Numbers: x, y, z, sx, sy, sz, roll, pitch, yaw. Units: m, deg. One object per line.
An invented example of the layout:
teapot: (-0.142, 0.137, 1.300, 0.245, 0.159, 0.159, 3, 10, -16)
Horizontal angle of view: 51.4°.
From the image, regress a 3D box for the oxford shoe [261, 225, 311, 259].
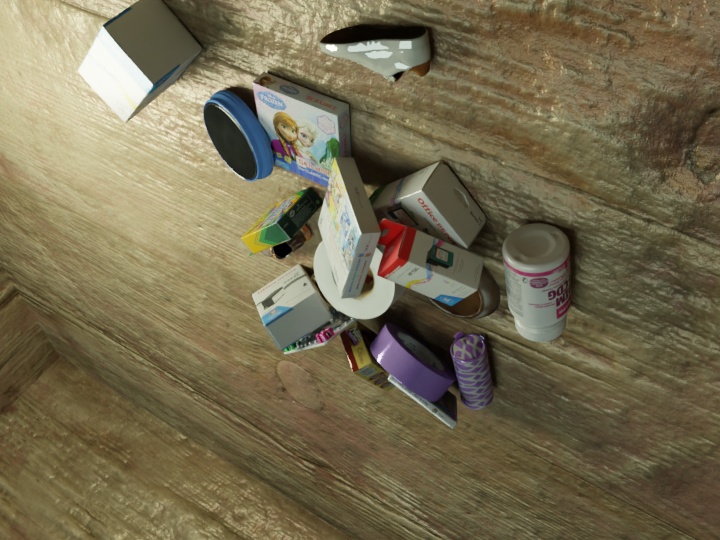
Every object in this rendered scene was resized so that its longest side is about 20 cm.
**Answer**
oxford shoe: (-0.197, -0.062, 1.773, 0.071, 0.073, 0.199, 47, 148, -14)

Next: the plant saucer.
plant saucer: (0.190, 0.033, 1.538, 0.199, 0.032, 0.201, 26, 145, 20)

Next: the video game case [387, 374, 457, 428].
video game case: (0.147, 0.274, 1.733, 0.182, 0.024, 0.200, 37, -171, 1)

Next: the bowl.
bowl: (-0.258, -0.275, 1.561, 0.200, 0.039, 0.201, 41, 153, 26)

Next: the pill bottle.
pill bottle: (0.315, 0.026, 1.323, 0.113, 0.114, 0.201, 17, 143, 31)

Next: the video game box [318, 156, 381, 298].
video game box: (-0.025, -0.082, 1.422, 0.183, 0.046, 0.201, 106, 153, -48)

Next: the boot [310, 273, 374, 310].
boot: (-0.044, 0.030, 1.737, 0.108, 0.075, 0.199, 54, 147, -13)

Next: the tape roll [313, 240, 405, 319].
tape roll: (0.000, 0.000, 1.593, 0.201, 0.071, 0.204, 14, 121, 25)

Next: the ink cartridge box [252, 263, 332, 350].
ink cartridge box: (-0.166, 0.083, 1.778, 0.084, 0.144, 0.200, 58, 176, -25)

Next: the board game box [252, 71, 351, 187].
board game box: (-0.110, -0.266, 1.462, 0.199, 0.041, 0.200, 25, 145, 22)

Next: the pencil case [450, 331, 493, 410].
pencil case: (0.248, 0.227, 1.671, 0.086, 0.083, 0.201, 46, 159, 44)

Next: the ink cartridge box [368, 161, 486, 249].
ink cartridge box: (0.112, -0.100, 1.399, 0.145, 0.084, 0.199, 48, 147, -18)

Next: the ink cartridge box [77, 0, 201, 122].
ink cartridge box: (-0.449, -0.426, 1.510, 0.145, 0.147, 0.199, 48, 146, -14)

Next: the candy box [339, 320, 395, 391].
candy box: (0.026, 0.204, 1.765, 0.200, 0.056, 0.117, 38, -153, -57)

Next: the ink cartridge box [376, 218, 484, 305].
ink cartridge box: (0.108, -0.013, 1.353, 0.198, 0.068, 0.116, 22, 158, -10)

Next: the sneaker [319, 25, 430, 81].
sneaker: (0.021, -0.342, 1.203, 0.199, 0.073, 0.085, 14, 138, 32)

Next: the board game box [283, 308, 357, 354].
board game box: (-0.070, 0.122, 1.759, 0.199, 0.200, 0.026, -20, 104, 54)

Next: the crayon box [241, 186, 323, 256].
crayon box: (-0.183, -0.105, 1.656, 0.052, 0.126, 0.199, 49, 147, -16)

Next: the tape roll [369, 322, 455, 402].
tape roll: (0.118, 0.206, 1.685, 0.199, 0.066, 0.200, 36, -169, -8)
